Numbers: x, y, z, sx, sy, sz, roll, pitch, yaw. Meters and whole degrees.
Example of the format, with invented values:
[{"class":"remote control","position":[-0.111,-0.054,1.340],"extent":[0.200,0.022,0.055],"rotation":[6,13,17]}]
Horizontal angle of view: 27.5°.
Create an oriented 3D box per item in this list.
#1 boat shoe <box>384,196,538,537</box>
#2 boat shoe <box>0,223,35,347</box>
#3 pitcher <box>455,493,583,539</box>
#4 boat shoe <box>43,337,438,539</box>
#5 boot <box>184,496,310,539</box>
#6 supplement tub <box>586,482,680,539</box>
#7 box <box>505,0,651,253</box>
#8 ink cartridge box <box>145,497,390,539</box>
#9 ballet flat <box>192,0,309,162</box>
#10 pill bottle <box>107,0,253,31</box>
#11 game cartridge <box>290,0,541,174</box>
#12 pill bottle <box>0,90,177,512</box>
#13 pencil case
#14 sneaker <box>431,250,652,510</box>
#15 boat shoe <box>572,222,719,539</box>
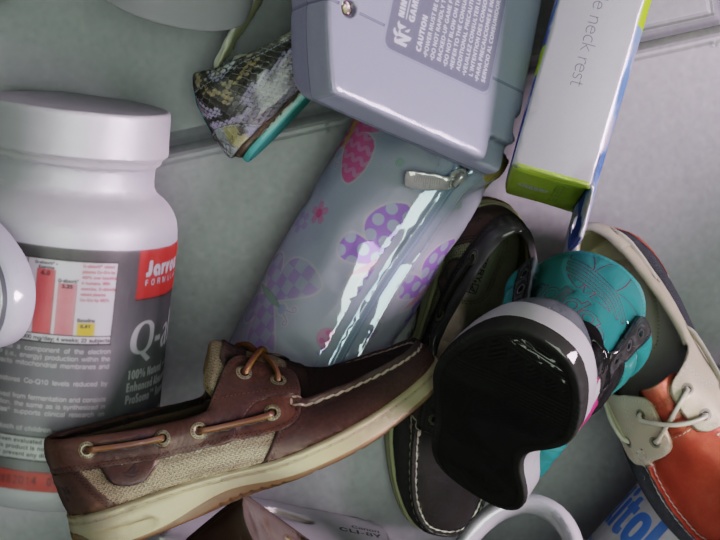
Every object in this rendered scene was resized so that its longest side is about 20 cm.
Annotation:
[{"class":"boat shoe","position":[0.059,0.060,0.830],"extent":[0.071,0.066,0.202],"rotation":[8,100,-11]},{"class":"boat shoe","position":[-0.241,-0.012,0.713],"extent":[0.200,0.057,0.069],"rotation":[25,110,31]},{"class":"pitcher","position":[0.048,0.223,0.761],"extent":[0.199,0.121,0.172],"rotation":[-26,60,4]},{"class":"boat shoe","position":[-0.057,0.067,0.719],"extent":[0.199,0.072,0.072],"rotation":[-22,97,-6]},{"class":"boot","position":[-0.079,0.233,0.739],"extent":[0.200,0.064,0.187],"rotation":[-32,83,13]},{"class":"supplement tub","position":[0.205,0.170,0.842],"extent":[0.132,0.132,0.200],"rotation":[41,92,-14]},{"class":"box","position":[0.118,-0.113,0.759],"extent":[0.047,0.122,0.201],"rotation":[16,88,6]},{"class":"ink cartridge box","position":[-0.070,0.238,0.836],"extent":[0.145,0.083,0.201],"rotation":[12,99,-12]},{"class":"ballet flat","position":[-0.010,-0.144,0.779],"extent":[0.200,0.072,0.072],"rotation":[-40,104,-1]},{"class":"pill bottle","position":[-0.071,-0.224,0.705],"extent":[0.111,0.112,0.201],"rotation":[11,117,-11]},{"class":"game cartridge","position":[0.034,-0.161,0.713],"extent":[0.133,0.040,0.201],"rotation":[21,75,-37]},{"class":"pill bottle","position":[-0.155,0.013,0.760],"extent":[0.115,0.116,0.201],"rotation":[6,101,-10]},{"class":"pencil case","position":[0.000,0.000,0.796],"extent":[0.083,0.091,0.200],"rotation":[25,99,-41]},{"class":"sneaker","position":[0.098,0.035,0.720],"extent":[0.083,0.200,0.121],"rotation":[31,67,10]},{"class":"boat shoe","position":[0.164,0.064,0.793],"extent":[0.071,0.063,0.201],"rotation":[-26,62,16]}]
